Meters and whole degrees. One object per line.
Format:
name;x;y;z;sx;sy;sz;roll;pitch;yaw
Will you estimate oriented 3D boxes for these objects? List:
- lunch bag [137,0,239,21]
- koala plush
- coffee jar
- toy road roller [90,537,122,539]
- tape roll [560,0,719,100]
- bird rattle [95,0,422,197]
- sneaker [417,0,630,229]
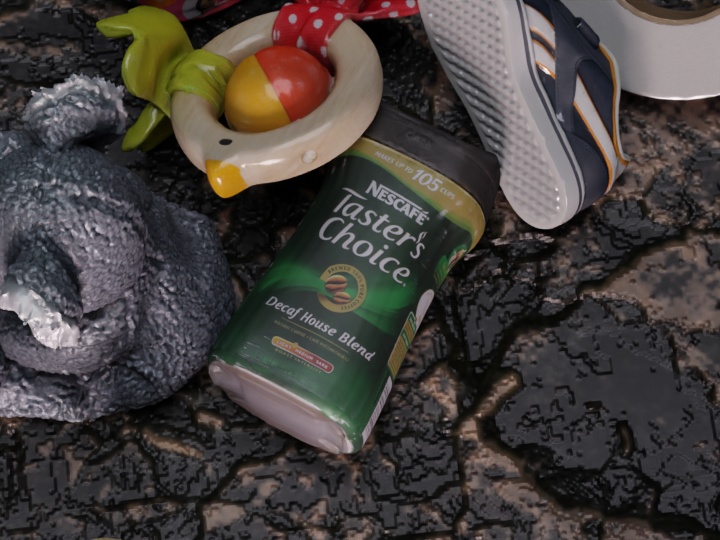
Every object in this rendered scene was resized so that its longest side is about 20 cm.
lunch bag;-0.081;-0.266;1.617;0.199;0.082;0.177;-26;66;-10
koala plush;-0.164;-0.014;1.450;0.183;0.200;0.178;9;68;5
coffee jar;0.000;0.000;1.503;0.104;0.085;0.200;26;71;11
toy road roller;-0.117;0.258;1.390;0.145;0.123;0.201;12;69;-10
tape roll;0.192;-0.204;1.544;0.202;0.037;0.204;5;106;17
bird rattle;-0.049;-0.113;1.525;0.199;0.113;0.163;-18;46;-9
sneaker;0.098;-0.130;1.534;0.079;0.078;0.201;-30;104;-35
